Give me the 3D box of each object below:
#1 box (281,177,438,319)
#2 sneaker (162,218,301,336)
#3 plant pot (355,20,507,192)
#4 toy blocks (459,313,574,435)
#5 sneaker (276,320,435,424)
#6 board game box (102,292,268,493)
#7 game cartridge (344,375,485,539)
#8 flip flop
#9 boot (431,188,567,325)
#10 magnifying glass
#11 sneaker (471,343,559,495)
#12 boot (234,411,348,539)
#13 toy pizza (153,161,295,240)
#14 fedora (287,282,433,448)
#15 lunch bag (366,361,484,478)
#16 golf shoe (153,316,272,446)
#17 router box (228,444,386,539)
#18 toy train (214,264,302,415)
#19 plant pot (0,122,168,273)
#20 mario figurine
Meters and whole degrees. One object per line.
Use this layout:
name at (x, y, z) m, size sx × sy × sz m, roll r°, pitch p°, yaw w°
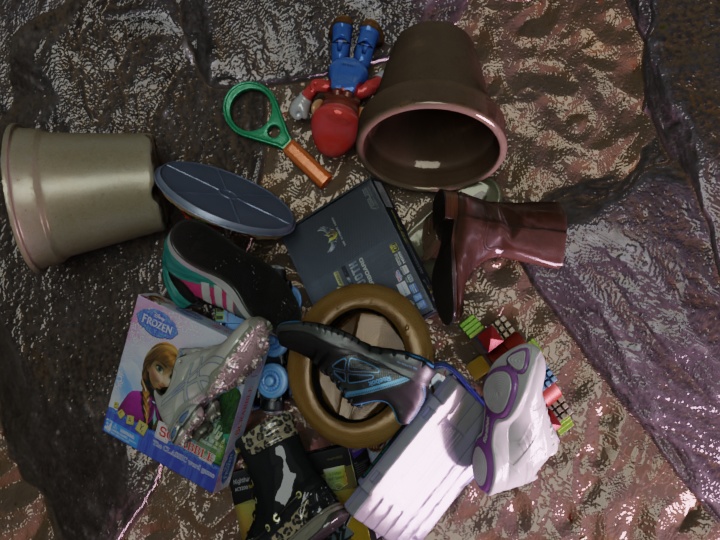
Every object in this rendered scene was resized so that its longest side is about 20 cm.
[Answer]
box at (0.000, 0.000, 1.051) m, size 0.156 × 0.051 × 0.203 m, roll -28°, pitch 81°, yaw 20°
sneaker at (-0.177, 0.026, 0.994) m, size 0.199 × 0.120 × 0.084 m, roll 40°, pitch 58°, yaw -14°
plant pot at (0.097, -0.231, 1.034) m, size 0.196 × 0.201 × 0.178 m, roll 3°, pitch 65°, yaw 5°
toy blocks at (0.209, 0.135, 0.997) m, size 0.099 × 0.137 × 0.201 m, roll -35°, pitch 82°, yaw -1°
sneaker at (-0.015, 0.115, 0.904) m, size 0.197 × 0.073 × 0.083 m, roll 18°, pitch 88°, yaw 16°
board game box at (-0.237, 0.159, 1.031) m, size 0.197 × 0.041 × 0.203 m, roll 20°, pitch 99°, yaw 21°
game cartridge at (0.081, 0.237, 0.941) m, size 0.201 × 0.038 × 0.130 m, roll -50°, pitch 120°, yaw -5°
flip flop at (0.119, -0.054, 1.065) m, size 0.200 × 0.058 × 0.081 m, roll -43°, pitch 82°, yaw -1°
boot at (0.194, -0.013, 1.020) m, size 0.196 × 0.064 × 0.190 m, roll 7°, pitch 75°, yaw -19°
magnifying glass at (-0.119, -0.195, 1.121) m, size 0.200 × 0.022 × 0.080 m, roll 44°, pitch 88°, yaw 10°
sneaker at (0.192, 0.173, 0.914) m, size 0.098 × 0.075 × 0.203 m, roll -1°, pitch 119°, yaw -18°
boot at (-0.122, 0.289, 0.965) m, size 0.203 × 0.073 × 0.155 m, roll -38°, pitch 69°, yaw 21°
toy pizza at (-0.182, -0.089, 1.032) m, size 0.198 × 0.200 × 0.032 m, roll 28°, pitch 110°, yaw 7°
fedora at (0.004, 0.120, 0.980) m, size 0.197 × 0.082 × 0.205 m, roll -2°, pitch 81°, yaw 13°
lunch bag at (0.094, 0.228, 1.028) m, size 0.199 × 0.076 × 0.161 m, roll -40°, pitch 84°, yaw 0°
golf shoe at (-0.191, 0.118, 0.951) m, size 0.097 × 0.078 × 0.201 m, roll 45°, pitch 105°, yaw 21°
router box at (-0.067, 0.319, 1.002) m, size 0.197 × 0.052 × 0.160 m, roll -19°, pitch 81°, yaw 26°
toy train at (-0.142, 0.094, 1.059) m, size 0.112 × 0.087 × 0.204 m, roll -1°, pitch 85°, yaw 13°
plant pot at (-0.364, -0.111, 1.055) m, size 0.180 × 0.200 × 0.204 m, roll -9°, pitch 82°, yaw -8°
mario figurine at (-0.025, -0.253, 1.105) m, size 0.122 × 0.105 × 0.204 m, roll -1°, pitch 69°, yaw 40°
